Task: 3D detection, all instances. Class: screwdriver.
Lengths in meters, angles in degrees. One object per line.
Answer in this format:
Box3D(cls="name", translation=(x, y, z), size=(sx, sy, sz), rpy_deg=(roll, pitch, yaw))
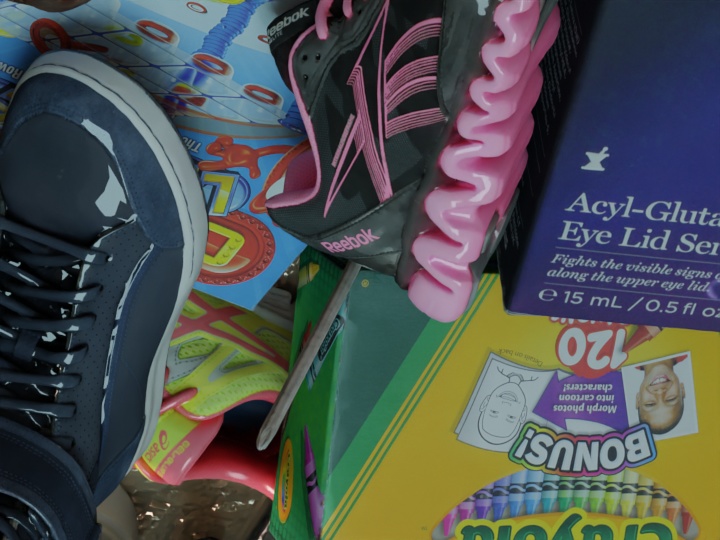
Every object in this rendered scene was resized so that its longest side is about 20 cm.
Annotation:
Box3D(cls="screwdriver", translation=(0.000, 0.000, 1.015), size=(0.029, 0.200, 0.028), rpy_deg=(-17, 116, 24))

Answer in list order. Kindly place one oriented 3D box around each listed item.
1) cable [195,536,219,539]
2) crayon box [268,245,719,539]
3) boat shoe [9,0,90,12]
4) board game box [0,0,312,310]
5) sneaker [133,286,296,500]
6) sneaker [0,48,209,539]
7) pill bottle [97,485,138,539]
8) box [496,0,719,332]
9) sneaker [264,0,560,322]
Box3D(cls="cable", translation=(-0.063, 0.195, 1.233), size=(0.051, 0.163, 0.200), rpy_deg=(6, 128, -5))
Box3D(cls="crayon box", translation=(0.071, 0.051, 1.110), size=(0.199, 0.058, 0.119), rpy_deg=(1, 105, -21))
Box3D(cls="boat shoe", translation=(-0.039, -0.153, 0.877), size=(0.200, 0.070, 0.070), rpy_deg=(-48, 125, -6))
Box3D(cls="board game box", translation=(-0.071, -0.096, 1.005), size=(0.200, 0.056, 0.196), rpy_deg=(21, 130, -25))
Box3D(cls="sneaker", translation=(-0.082, 0.036, 1.117), size=(0.199, 0.091, 0.078), rpy_deg=(20, 133, -21))
Box3D(cls="sneaker", translation=(-0.116, 0.038, 0.985), size=(0.077, 0.146, 0.203), rpy_deg=(19, 133, 15))
Box3D(cls="pill bottle", translation=(-0.139, 0.179, 1.180), size=(0.113, 0.200, 0.114), rpy_deg=(-2, 136, -2))
Box3D(cls="box", translation=(0.134, -0.081, 1.004), size=(0.147, 0.105, 0.200), rpy_deg=(4, 136, -8))
Box3D(cls="sneaker", translation=(0.015, -0.076, 0.949), size=(0.095, 0.079, 0.200), rpy_deg=(21, 127, 10))
